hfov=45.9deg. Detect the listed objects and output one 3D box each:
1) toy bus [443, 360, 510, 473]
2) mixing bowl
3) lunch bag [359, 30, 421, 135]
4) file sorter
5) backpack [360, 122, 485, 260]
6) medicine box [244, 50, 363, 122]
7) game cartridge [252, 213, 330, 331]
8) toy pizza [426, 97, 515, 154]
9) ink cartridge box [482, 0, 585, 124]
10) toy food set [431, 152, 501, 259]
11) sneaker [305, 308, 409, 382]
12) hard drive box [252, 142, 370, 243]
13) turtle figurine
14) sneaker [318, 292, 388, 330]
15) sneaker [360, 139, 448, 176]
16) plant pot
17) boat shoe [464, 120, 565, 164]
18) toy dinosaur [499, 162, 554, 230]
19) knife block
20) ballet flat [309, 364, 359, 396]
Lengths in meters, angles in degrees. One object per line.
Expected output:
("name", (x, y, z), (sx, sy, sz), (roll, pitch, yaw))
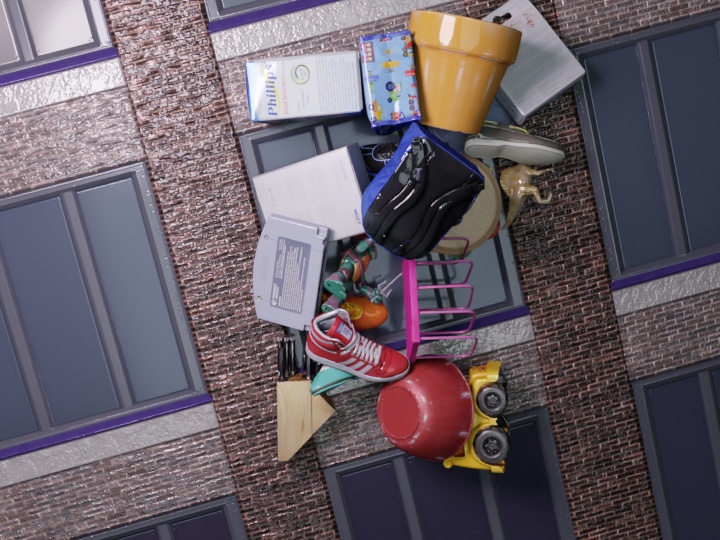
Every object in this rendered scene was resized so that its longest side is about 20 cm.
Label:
("toy bus", (0.199, 0.284, 1.663), (0.188, 0.136, 0.205), (-1, 95, 12))
("mixing bowl", (0.104, 0.262, 1.596), (0.197, 0.107, 0.205), (-2, 88, 40))
("lunch bag", (0.041, -0.327, 1.526), (0.092, 0.200, 0.154), (-8, 94, -5))
("file sorter", (0.146, 0.052, 1.571), (0.123, 0.139, 0.204), (-1, 69, -1))
("backpack", (0.098, -0.128, 1.468), (0.161, 0.168, 0.201), (32, 106, -12))
("medicine box", (-0.094, -0.323, 1.516), (0.195, 0.182, 0.105), (-5, 98, 2))
("game cartridge", (-0.131, 0.002, 1.561), (0.131, 0.041, 0.204), (16, 111, 16))
("toy pizza", (0.207, -0.323, 1.622), (0.196, 0.032, 0.205), (0, 92, -9))
("ink cartridge box", (0.303, -0.400, 1.610), (0.159, 0.047, 0.201), (-35, 81, -12))
("toy food set", (0.180, -0.124, 1.640), (0.194, 0.049, 0.205), (6, 96, -6))
("sneaker", (-0.002, 0.135, 1.538), (0.196, 0.113, 0.072), (13, 53, 2))
("hard drive box", (-0.079, -0.129, 1.569), (0.196, 0.077, 0.159), (-14, 99, 21))
("turtle figurine", (0.000, 0.000, 1.600), (0.099, 0.200, 0.152), (13, 131, 31))
("sneaker", (-0.043, 0.079, 1.633), (0.196, 0.077, 0.075), (7, 95, -7))
("sneaker", (0.077, -0.218, 1.580), (0.196, 0.078, 0.071), (5, 62, 12))
("plant pot", (0.169, -0.344, 1.499), (0.196, 0.200, 0.187), (9, 103, -6))
("boat shoe", (0.289, -0.241, 1.588), (0.197, 0.072, 0.062), (5, 70, -13))
("toy dinosaur", (0.315, -0.156, 1.641), (0.099, 0.058, 0.204), (13, 76, -4))
("knife block", (-0.141, 0.239, 1.651), (0.175, 0.064, 0.200), (44, 92, -8))
("ballet flat", (-0.027, 0.183, 1.621), (0.198, 0.067, 0.072), (-12, 79, -40))
